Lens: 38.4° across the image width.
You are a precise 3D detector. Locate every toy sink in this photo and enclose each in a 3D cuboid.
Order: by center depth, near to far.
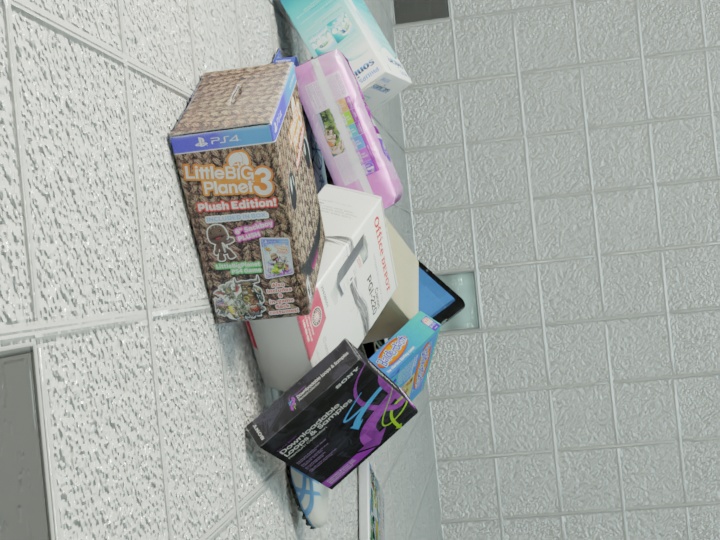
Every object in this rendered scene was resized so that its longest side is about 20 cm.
[{"bbox_3d":[0.000,0.000,1.569,0.200,0.110,0.132,48,35,-47],"label":"toy sink"}]

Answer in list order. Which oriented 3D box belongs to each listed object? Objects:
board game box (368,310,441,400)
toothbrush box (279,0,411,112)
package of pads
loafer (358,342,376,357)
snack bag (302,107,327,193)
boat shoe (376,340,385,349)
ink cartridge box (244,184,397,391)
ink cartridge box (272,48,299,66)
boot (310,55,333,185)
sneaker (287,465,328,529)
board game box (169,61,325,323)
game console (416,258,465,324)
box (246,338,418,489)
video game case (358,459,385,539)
[{"bbox_3d":[0.036,0.173,1.532,0.199,0.045,0.154,-39,151,-40],"label":"board game box"},{"bbox_3d":[-0.024,-0.336,1.481,0.202,0.085,0.146,59,16,5],"label":"toothbrush box"},{"bbox_3d":[-0.014,-0.165,1.275,0.121,0.075,0.203,-53,120,-85],"label":"package of pads"},{"bbox_3d":[0.001,0.077,1.703,0.071,0.062,0.204,-15,103,-43],"label":"loafer"},{"bbox_3d":[-0.073,-0.126,1.266,0.200,0.021,0.193,28,53,-76],"label":"snack bag"},{"bbox_3d":[0.005,0.072,1.807,0.201,0.062,0.072,74,14,-51],"label":"boat shoe"},{"bbox_3d":[-0.042,0.023,1.175,0.201,0.083,0.147,-57,147,-38],"label":"ink cartridge box"},{"bbox_3d":[-0.096,-0.198,1.372,0.202,0.041,0.121,-88,170,-51],"label":"ink cartridge box"},{"bbox_3d":[-0.045,-0.224,1.498,0.189,0.067,0.204,118,-29,-72],"label":"boot"},{"bbox_3d":[-0.053,0.215,1.269,0.072,0.071,0.204,12,74,-83],"label":"sneaker"},{"bbox_3d":[-0.103,-0.078,1.019,0.160,0.095,0.203,-82,165,-59],"label":"board game box"},{"bbox_3d":[0.072,0.013,1.805,0.199,0.117,0.176,41,-7,21],"label":"game console"},{"bbox_3d":[-0.025,0.165,1.150,0.036,0.143,0.200,49,2,34],"label":"box"},{"bbox_3d":[0.021,0.459,1.807,0.183,0.022,0.203,72,16,-58],"label":"video game case"}]
